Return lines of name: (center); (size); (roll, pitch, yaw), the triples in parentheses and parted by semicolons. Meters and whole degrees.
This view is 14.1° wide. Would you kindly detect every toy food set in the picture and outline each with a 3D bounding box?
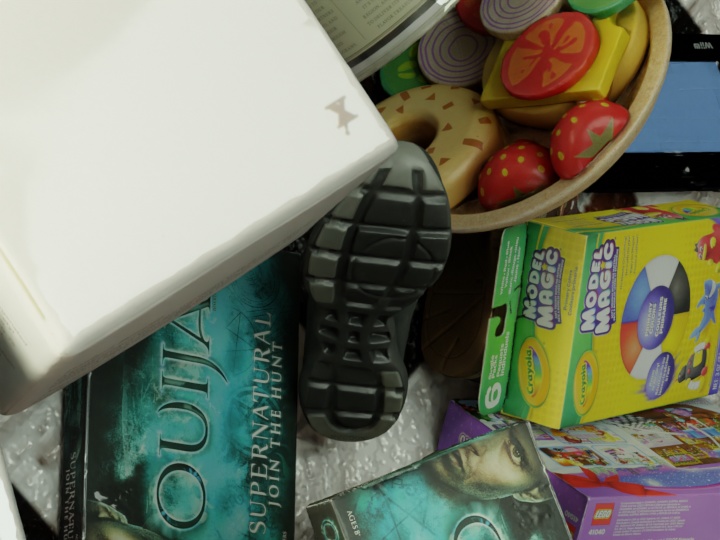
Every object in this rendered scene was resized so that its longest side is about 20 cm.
toy food set: (0.085, -0.106, 1.642); (0.049, 0.200, 0.198); (46, 54, -37)

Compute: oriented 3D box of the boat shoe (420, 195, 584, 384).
boat shoe: (0.094, -0.028, 1.694); (0.072, 0.072, 0.200); (21, 78, -42)

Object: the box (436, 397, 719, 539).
box: (0.163, 0.116, 1.670); (0.200, 0.137, 0.039); (2, 110, -35)

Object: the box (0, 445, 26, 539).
box: (-0.278, 0.085, 1.334); (0.200, 0.131, 0.199); (-13, 85, -21)

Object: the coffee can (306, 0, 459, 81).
coffee can: (-0.036, -0.218, 1.615); (0.200, 0.146, 0.146); (48, 55, -15)

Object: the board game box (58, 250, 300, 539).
board game box: (-0.096, 0.077, 1.560); (0.135, 0.028, 0.200); (11, 70, -34)

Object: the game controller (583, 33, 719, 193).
game controller: (0.185, -0.099, 1.805); (0.200, 0.042, 0.104); (-2, 78, -37)

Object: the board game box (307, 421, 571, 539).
board game box: (0.064, 0.190, 1.474); (0.135, 0.028, 0.200); (-20, 89, -36)

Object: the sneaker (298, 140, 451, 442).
sneaker: (0.000, 0.000, 1.563); (0.075, 0.200, 0.079); (8, 42, -9)

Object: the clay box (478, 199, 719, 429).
clay box: (0.146, 0.025, 1.681); (0.200, 0.048, 0.115); (-9, 110, -52)

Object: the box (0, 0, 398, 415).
box: (-0.130, -0.071, 1.406); (0.199, 0.171, 0.200); (-32, 89, -21)
